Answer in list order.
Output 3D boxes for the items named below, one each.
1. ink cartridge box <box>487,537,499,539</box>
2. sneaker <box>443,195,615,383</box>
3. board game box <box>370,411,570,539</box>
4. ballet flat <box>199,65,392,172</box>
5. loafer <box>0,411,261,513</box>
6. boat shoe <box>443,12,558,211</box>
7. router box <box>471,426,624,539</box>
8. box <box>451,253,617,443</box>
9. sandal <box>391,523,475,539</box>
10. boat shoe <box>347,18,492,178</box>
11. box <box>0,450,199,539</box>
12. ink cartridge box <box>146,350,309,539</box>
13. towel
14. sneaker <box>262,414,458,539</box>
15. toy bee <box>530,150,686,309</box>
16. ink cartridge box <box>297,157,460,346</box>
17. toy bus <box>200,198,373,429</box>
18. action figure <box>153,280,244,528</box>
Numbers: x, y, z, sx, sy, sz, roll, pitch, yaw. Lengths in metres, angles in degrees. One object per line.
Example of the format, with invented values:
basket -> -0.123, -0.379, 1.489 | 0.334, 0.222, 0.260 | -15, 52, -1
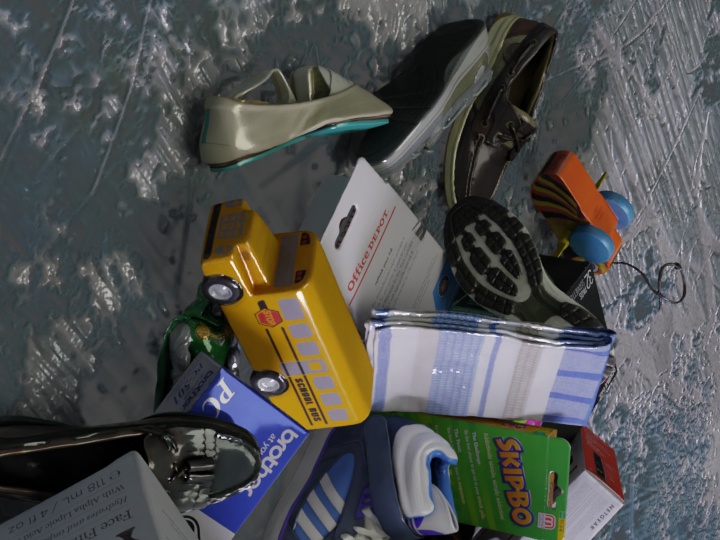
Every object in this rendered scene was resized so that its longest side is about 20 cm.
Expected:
ink cartridge box -> 0.092, 0.329, 1.142 | 0.136, 0.200, 0.077 | -12, 134, -21
sneaker -> 0.142, 0.024, 1.242 | 0.077, 0.200, 0.089 | -37, 171, 2
board game box -> 0.088, 0.172, 1.240 | 0.030, 0.199, 0.096 | -22, 117, -59
ballet flat -> -0.048, -0.127, 1.095 | 0.200, 0.069, 0.070 | -22, 117, -48
loafer -> -0.158, 0.132, 0.931 | 0.199, 0.063, 0.072 | 3, 94, -17
boat shoe -> 0.132, -0.143, 1.324 | 0.073, 0.065, 0.201 | 19, 85, -55
router box -> 0.163, 0.249, 1.345 | 0.200, 0.049, 0.180 | -50, 179, 11
box -> 0.137, 0.099, 1.349 | 0.200, 0.124, 0.149 | -50, 135, -34
sandal -> 0.061, 0.258, 1.347 | 0.200, 0.054, 0.082 | 11, 91, -57
boat shoe -> 0.059, -0.140, 1.223 | 0.202, 0.074, 0.065 | -56, 134, -38
box -> -0.174, 0.258, 0.899 | 0.198, 0.131, 0.200 | -28, 129, -3
ink cartridge box -> -0.134, 0.166, 1.008 | 0.094, 0.044, 0.200 | 40, 83, -31
towel -> 0.099, 0.084, 1.159 | 0.147, 0.199, 0.024 | 95, 1, -54
sneaker -> 0.007, 0.218, 1.187 | 0.081, 0.146, 0.201 | 40, 68, -50
toy bee -> 0.231, -0.031, 1.477 | 0.131, 0.109, 0.201 | -31, 99, -35
ink cartridge box -> 0.000, 0.000, 1.185 | 0.200, 0.068, 0.116 | 48, 60, -48
toy bus -> -0.054, 0.035, 1.064 | 0.200, 0.078, 0.065 | 68, 21, -43
action figure -> -0.121, 0.106, 1.070 | 0.118, 0.055, 0.201 | -1, 96, -50
